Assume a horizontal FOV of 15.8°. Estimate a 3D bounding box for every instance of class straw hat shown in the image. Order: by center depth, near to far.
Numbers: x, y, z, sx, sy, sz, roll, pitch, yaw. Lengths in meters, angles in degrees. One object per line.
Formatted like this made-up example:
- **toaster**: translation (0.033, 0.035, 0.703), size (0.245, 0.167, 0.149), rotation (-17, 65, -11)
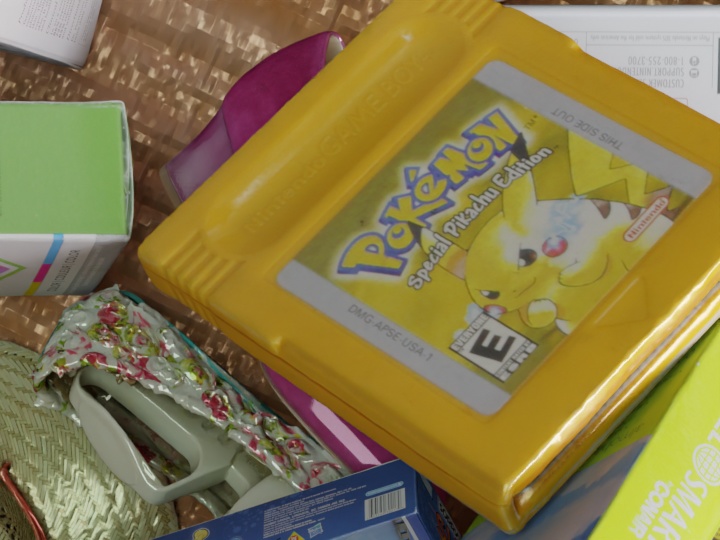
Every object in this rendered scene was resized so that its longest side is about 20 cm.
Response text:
- **straw hat**: translation (-0.181, 0.121, 1.088), size (0.200, 0.085, 0.202), rotation (0, 89, 11)

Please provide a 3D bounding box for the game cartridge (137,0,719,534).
- **game cartridge**: translation (0.041, -0.016, 0.982), size (0.200, 0.032, 0.176), rotation (33, 69, 33)

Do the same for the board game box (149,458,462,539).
- **board game box**: translation (-0.044, 0.159, 1.041), size (0.200, 0.035, 0.136), rotation (-18, 126, 13)

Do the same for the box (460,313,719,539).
- **box**: translation (0.080, 0.097, 0.943), size (0.048, 0.200, 0.122), rotation (46, 137, -7)

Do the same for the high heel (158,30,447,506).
- **high heel**: translation (0.000, 0.000, 1.052), size (0.096, 0.067, 0.200), rotation (-41, 60, 18)

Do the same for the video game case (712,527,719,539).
- **video game case**: translation (0.193, 0.156, 0.964), size (0.200, 0.181, 0.026), rotation (33, 130, 3)

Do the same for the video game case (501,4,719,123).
- **video game case**: translation (0.111, -0.017, 1.064), size (0.199, 0.023, 0.183), rotation (1, 89, 11)

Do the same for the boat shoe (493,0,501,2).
- **boat shoe**: translation (0.136, -0.142, 1.036), size (0.201, 0.072, 0.060), rotation (-2, 89, 16)

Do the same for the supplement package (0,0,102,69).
- **supplement package**: translation (-0.188, -0.179, 1.035), size (0.150, 0.200, 0.152), rotation (15, 92, 11)

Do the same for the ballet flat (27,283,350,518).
- **ballet flat**: translation (-0.056, 0.085, 1.068), size (0.200, 0.064, 0.076), rotation (35, 137, 15)

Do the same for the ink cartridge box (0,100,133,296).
- **ink cartridge box**: translation (-0.198, -0.027, 1.042), size (0.199, 0.104, 0.059), rotation (0, 76, -15)
